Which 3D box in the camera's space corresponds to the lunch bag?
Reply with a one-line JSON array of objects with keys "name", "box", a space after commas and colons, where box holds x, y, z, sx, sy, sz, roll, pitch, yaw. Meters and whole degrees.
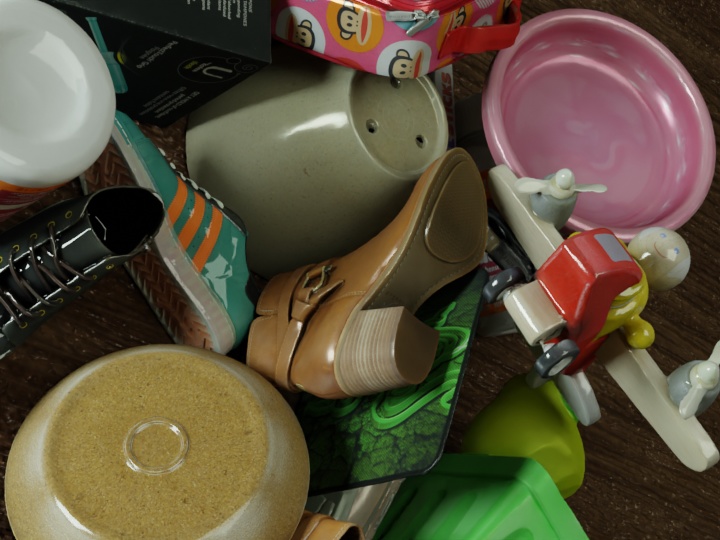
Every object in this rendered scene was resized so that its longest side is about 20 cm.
[{"name": "lunch bag", "box": [0.037, -0.207, 0.972, 0.200, 0.175, 0.082, -36, 145, -50]}]

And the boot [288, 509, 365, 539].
[{"name": "boot", "box": [-0.060, 0.174, 0.884, 0.076, 0.155, 0.201, 31, 59, -31]}]

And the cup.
[{"name": "cup", "box": [-0.016, -0.100, 1.014, 0.199, 0.143, 0.202, 13, 68, -36]}]

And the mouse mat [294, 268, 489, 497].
[{"name": "mouse mat", "box": [0.010, 0.086, 0.940, 0.008, 0.199, 0.162, 35, 56, -27]}]

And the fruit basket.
[{"name": "fruit basket", "box": [0.117, 0.182, 1.001, 0.215, 0.215, 0.156, -39, 103, -40]}]

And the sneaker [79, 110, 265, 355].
[{"name": "sneaker", "box": [-0.134, -0.034, 0.947, 0.080, 0.071, 0.201, -41, 112, -41]}]

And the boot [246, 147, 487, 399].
[{"name": "boot", "box": [0.000, 0.000, 0.933, 0.074, 0.154, 0.201, 47, 53, -33]}]

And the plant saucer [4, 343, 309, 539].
[{"name": "plant saucer", "box": [-0.132, 0.122, 0.841, 0.199, 0.036, 0.201, 2, 53, -3]}]

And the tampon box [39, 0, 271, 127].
[{"name": "tampon box", "box": [-0.182, -0.199, 0.898, 0.199, 0.149, 0.127, 11, 71, -38]}]

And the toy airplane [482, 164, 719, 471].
[{"name": "toy airplane", "box": [0.170, 0.026, 0.907, 0.141, 0.199, 0.201, -35, 113, 0]}]

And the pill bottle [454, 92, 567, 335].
[{"name": "pill bottle", "box": [0.134, -0.051, 1.136, 0.109, 0.109, 0.202, -5, 80, -41]}]

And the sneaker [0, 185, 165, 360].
[{"name": "sneaker", "box": [-0.219, 0.005, 0.831, 0.200, 0.106, 0.075, -45, 106, -34]}]

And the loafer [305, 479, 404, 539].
[{"name": "loafer", "box": [0.003, 0.160, 1.009, 0.063, 0.072, 0.200, 54, 56, -31]}]

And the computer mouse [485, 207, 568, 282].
[{"name": "computer mouse", "box": [0.169, -0.059, 1.058, 0.109, 0.044, 0.200, 38, 63, -1]}]

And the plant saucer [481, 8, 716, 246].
[{"name": "plant saucer", "box": [0.183, -0.108, 1.029, 0.199, 0.051, 0.202, 7, 67, -17]}]

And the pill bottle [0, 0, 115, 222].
[{"name": "pill bottle", "box": [-0.239, -0.079, 0.779, 0.109, 0.199, 0.110, 13, 69, -37]}]

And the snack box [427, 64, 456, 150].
[{"name": "snack box", "box": [0.052, -0.075, 1.110, 0.024, 0.072, 0.202, 11, 70, -38]}]
